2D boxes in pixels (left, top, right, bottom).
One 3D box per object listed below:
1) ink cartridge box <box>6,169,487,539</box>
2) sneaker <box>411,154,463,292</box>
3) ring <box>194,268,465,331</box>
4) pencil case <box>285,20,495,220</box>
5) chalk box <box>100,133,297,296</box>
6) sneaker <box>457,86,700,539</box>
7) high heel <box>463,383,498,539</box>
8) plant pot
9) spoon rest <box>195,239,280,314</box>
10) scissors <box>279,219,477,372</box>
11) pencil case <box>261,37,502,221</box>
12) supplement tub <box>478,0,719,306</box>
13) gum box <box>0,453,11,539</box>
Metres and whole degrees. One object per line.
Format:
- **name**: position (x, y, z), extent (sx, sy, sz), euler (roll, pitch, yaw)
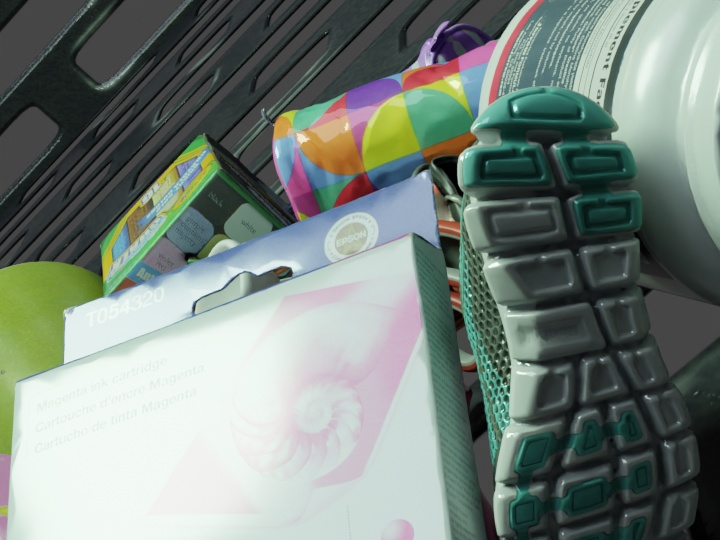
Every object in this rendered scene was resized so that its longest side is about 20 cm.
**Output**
- **ink cartridge box**: position (-0.054, 0.061, 0.614), extent (0.195, 0.043, 0.201), euler (-21, 54, 19)
- **sneaker**: position (0.047, -0.026, 0.789), extent (0.077, 0.082, 0.199), euler (-33, 26, -33)
- **ring**: position (-0.014, 0.009, 0.878), extent (0.199, 0.019, 0.201), euler (-14, 24, 6)
- **pencil case**: position (0.024, -0.099, 1.067), extent (0.199, 0.086, 0.084), euler (-27, 18, 47)
- **chalk box**: position (-0.103, 0.000, 1.100), extent (0.124, 0.125, 0.200), euler (-47, 16, 5)
- **sneaker**: position (0.074, 0.033, 0.566), extent (0.077, 0.202, 0.091), euler (-6, 7, -5)
- **high heel**: position (0.048, 0.101, 0.683), extent (0.200, 0.095, 0.068), euler (40, 124, 58)
- **plant pot**: position (-0.190, 0.107, 1.042), extent (0.188, 0.187, 0.200), euler (-52, 33, -10)
- **spoon rest**: position (-0.046, 0.052, 0.701), extent (0.200, 0.060, 0.100), euler (39, 123, 58)
- **scissors**: position (0.000, 0.000, 0.784), extent (0.014, 0.074, 0.199), euler (-20, 24, -40)
- **pencil case**: position (0.042, -0.085, 0.895), extent (0.198, 0.089, 0.089), euler (-17, 27, 13)
- **supplement tub**: position (0.142, -0.058, 0.606), extent (0.141, 0.140, 0.200), euler (-51, 18, -7)
- **gum box**: position (-0.187, 0.205, 0.755), extent (0.113, 0.066, 0.202), euler (34, 108, 54)
